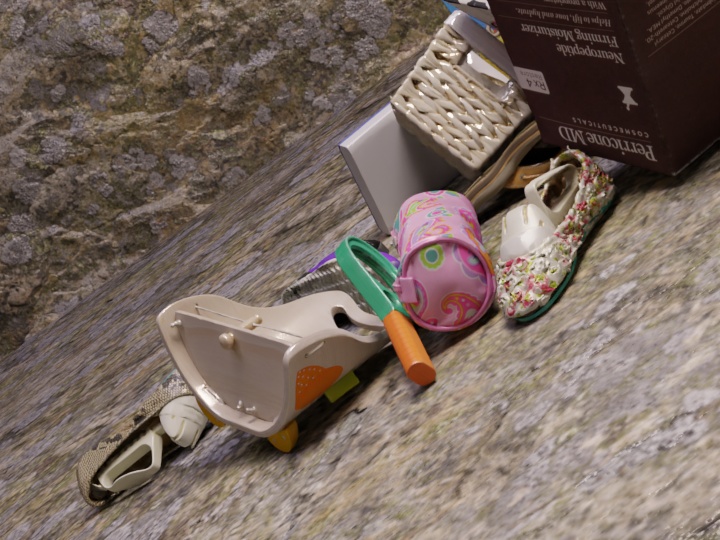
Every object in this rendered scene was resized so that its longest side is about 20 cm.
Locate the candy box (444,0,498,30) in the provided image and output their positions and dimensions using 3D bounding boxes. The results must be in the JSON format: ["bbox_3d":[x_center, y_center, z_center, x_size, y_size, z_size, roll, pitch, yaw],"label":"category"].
[{"bbox_3d":[0.207,-0.251,1.250,0.200,0.168,0.072,27,97,53],"label":"candy box"}]

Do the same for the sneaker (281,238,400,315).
[{"bbox_3d":[0.000,0.000,1.307,0.099,0.070,0.200,-41,13,-30],"label":"sneaker"}]

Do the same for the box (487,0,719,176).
[{"bbox_3d":[0.223,-0.214,1.043,0.164,0.200,0.166,-38,32,-19],"label":"box"}]

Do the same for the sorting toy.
[{"bbox_3d":[-0.045,0.065,1.136,0.180,0.107,0.200,-27,24,-34],"label":"sorting toy"}]

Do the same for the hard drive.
[{"bbox_3d":[0.075,-0.155,1.539,0.200,0.132,0.025,-41,35,-20],"label":"hard drive"}]

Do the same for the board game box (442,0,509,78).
[{"bbox_3d":[0.208,-0.312,1.583,0.153,0.200,0.040,-32,12,24],"label":"board game box"}]

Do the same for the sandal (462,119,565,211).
[{"bbox_3d":[0.166,-0.105,1.289,0.200,0.054,0.080,-47,0,28],"label":"sandal"}]

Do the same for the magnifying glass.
[{"bbox_3d":[0.025,0.030,1.063,0.022,0.080,0.200,-47,29,15],"label":"magnifying glass"}]

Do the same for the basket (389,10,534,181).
[{"bbox_3d":[0.118,-0.181,1.400,0.123,0.135,0.200,-51,-3,4],"label":"basket"}]

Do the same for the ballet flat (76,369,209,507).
[{"bbox_3d":[-0.205,0.170,1.294,0.200,0.068,0.075,-41,33,9],"label":"ballet flat"}]

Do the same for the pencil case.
[{"bbox_3d":[0.068,-0.013,1.108,0.087,0.087,0.200,-35,13,9],"label":"pencil case"}]

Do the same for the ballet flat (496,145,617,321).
[{"bbox_3d":[0.146,-0.035,1.029,0.076,0.064,0.200,-25,17,38],"label":"ballet flat"}]
